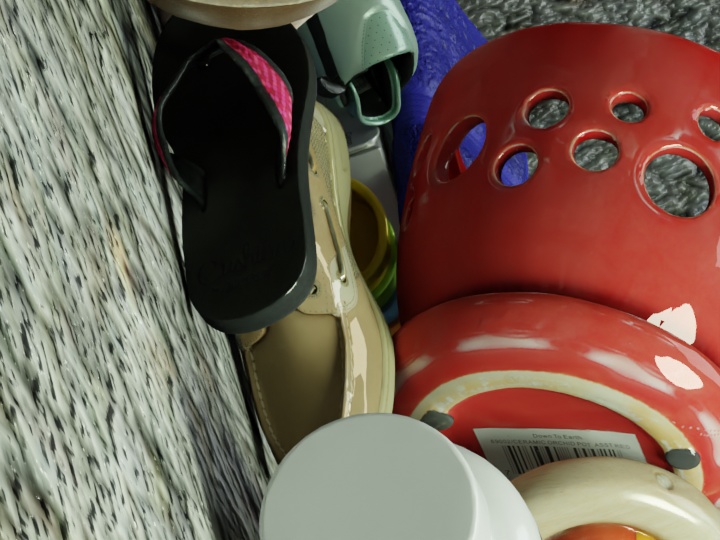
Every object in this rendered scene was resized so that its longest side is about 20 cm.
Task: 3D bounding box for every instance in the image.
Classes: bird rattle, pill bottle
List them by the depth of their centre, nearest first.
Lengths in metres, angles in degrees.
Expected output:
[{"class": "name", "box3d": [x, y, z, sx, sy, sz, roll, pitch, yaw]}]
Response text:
[{"class": "pill bottle", "box3d": [0.022, 0.131, 1.123, 0.200, 0.111, 0.111, 67, 6, -61]}, {"class": "bird rattle", "box3d": [0.088, 0.145, 1.306, 0.200, 0.163, 0.113, 26, 28, -12]}]

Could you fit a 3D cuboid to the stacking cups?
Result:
[{"class": "stacking cups", "box3d": [0.000, 0.000, 1.444, 0.200, 0.060, 0.061, 45, 27, -76]}]

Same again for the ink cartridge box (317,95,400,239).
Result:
[{"class": "ink cartridge box", "box3d": [-0.004, -0.002, 1.647, 0.145, 0.083, 0.200, -103, 175, -65]}]

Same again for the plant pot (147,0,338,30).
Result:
[{"class": "plant pot", "box3d": [-0.047, -0.186, 1.163, 0.198, 0.200, 0.201, 121, -49, -83]}]

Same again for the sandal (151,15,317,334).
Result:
[{"class": "sandal", "box3d": [-0.056, -0.059, 1.237, 0.045, 0.075, 0.200, 54, 17, -41]}]

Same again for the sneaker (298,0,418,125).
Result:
[{"class": "sneaker", "box3d": [-0.030, -0.122, 1.582, 0.119, 0.074, 0.200, 67, -21, 7]}]

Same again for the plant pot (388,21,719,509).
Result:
[{"class": "plant pot", "box3d": [0.108, 0.012, 1.345, 0.201, 0.200, 0.183, 68, 31, -47]}]

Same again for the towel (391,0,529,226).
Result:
[{"class": "towel", "box3d": [0.059, -0.066, 1.621, 0.148, 0.049, 0.200, 53, 24, -49]}]

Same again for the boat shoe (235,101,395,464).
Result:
[{"class": "boat shoe", "box3d": [-0.036, 0.004, 1.295, 0.064, 0.071, 0.201, 34, 38, -53]}]

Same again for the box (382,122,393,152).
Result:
[{"class": "box", "box3d": [0.033, -0.019, 1.759, 0.200, 0.036, 0.144, 57, -29, -1]}]

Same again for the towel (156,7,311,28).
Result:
[{"class": "towel", "box3d": [-0.076, -0.198, 1.355, 0.191, 0.032, 0.201, -29, -102, 66]}]
